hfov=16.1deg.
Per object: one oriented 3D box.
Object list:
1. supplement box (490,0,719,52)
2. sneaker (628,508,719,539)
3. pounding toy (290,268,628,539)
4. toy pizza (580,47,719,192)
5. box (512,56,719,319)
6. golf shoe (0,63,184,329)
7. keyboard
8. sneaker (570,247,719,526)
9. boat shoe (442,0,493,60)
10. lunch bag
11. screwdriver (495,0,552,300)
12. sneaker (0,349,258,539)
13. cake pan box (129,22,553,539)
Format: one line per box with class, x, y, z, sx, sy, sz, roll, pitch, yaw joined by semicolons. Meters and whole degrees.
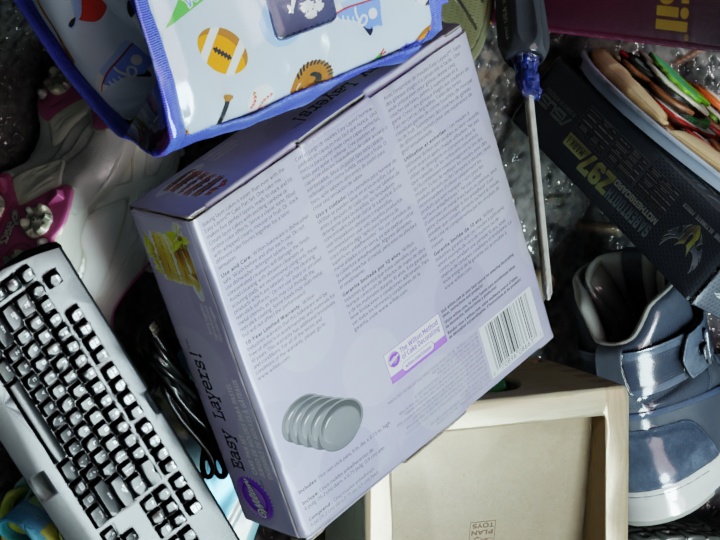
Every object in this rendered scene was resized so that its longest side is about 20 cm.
supplement box;0.163;-0.177;1.361;0.086;0.200;0.110;-2;100;-39
sneaker;0.197;0.191;1.549;0.200;0.076;0.091;12;98;-38
pounding toy;0.056;0.111;1.390;0.184;0.142;0.200;-4;99;-25
toy pizza;0.210;-0.071;1.428;0.200;0.200;0.032;25;107;-40
box;0.193;-0.027;1.417;0.158;0.200;0.051;26;106;-41
golf shoe;-0.119;-0.054;1.242;0.092;0.075;0.200;38;81;-47
keyboard;-0.110;0.074;1.198;0.104;0.040;0.200;-41;118;-23
sneaker;0.193;0.044;1.497;0.202;0.077;0.146;-35;112;-56
boat shoe;0.010;-0.109;1.334;0.075;0.068;0.200;48;49;-30
lunch bag;-0.073;-0.163;1.166;0.170;0.124;0.200;-25;78;-31
screwdriver;0.094;-0.077;1.331;0.028;0.029;0.200;43;34;-57
sneaker;-0.110;0.095;1.266;0.131;0.080;0.200;16;87;-42
cake pan box;0.000;0.000;1.228;0.200;0.052;0.184;-38;125;-31
